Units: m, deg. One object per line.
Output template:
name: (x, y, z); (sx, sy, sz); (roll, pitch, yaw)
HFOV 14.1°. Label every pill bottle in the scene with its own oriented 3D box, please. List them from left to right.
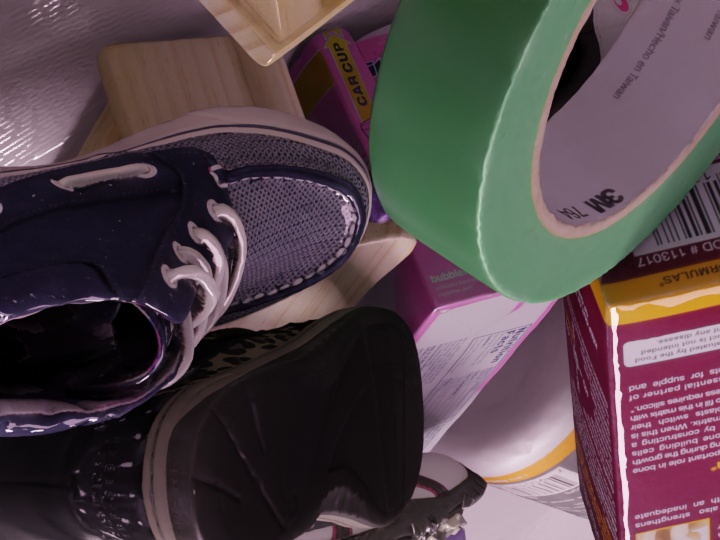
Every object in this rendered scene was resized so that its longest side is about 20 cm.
pill bottle: (0.113, 0.053, 1.270); (0.116, 0.117, 0.200); (-36, 144, 27)

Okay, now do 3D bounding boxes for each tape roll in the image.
tape roll: (0.084, -0.087, 0.945); (0.200, 0.048, 0.201); (-41, 151, -29)

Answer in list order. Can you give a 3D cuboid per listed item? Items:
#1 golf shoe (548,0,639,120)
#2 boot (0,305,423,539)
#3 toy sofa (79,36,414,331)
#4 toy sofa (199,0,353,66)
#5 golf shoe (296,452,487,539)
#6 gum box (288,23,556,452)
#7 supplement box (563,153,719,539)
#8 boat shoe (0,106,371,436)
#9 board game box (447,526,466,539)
golf shoe: (0.063, -0.055, 1.133); (0.092, 0.073, 0.200); (21, 141, -25)
boot: (-0.074, 0.053, 0.950); (0.153, 0.074, 0.203); (-2, -176, 22)
toy sofa: (-0.068, 0.001, 1.039); (0.097, 0.083, 0.200); (-7, 154, -29)
toy sofa: (0.007, -0.156, 0.776); (0.083, 0.098, 0.200); (-42, 177, -44)
golf shoe: (-0.031, 0.088, 1.046); (0.200, 0.088, 0.077); (-17, 157, -50)
gum box: (0.000, 0.000, 1.100); (0.066, 0.114, 0.200); (-14, 158, -29)
supplement box: (0.138, 0.040, 1.104); (0.110, 0.086, 0.201); (-12, 136, -4)
boat shoe: (-0.061, 0.005, 0.856); (0.199, 0.093, 0.075); (-11, 121, -35)
board game box: (-0.075, 0.143, 1.334); (0.199, 0.057, 0.165); (-16, -159, -27)
